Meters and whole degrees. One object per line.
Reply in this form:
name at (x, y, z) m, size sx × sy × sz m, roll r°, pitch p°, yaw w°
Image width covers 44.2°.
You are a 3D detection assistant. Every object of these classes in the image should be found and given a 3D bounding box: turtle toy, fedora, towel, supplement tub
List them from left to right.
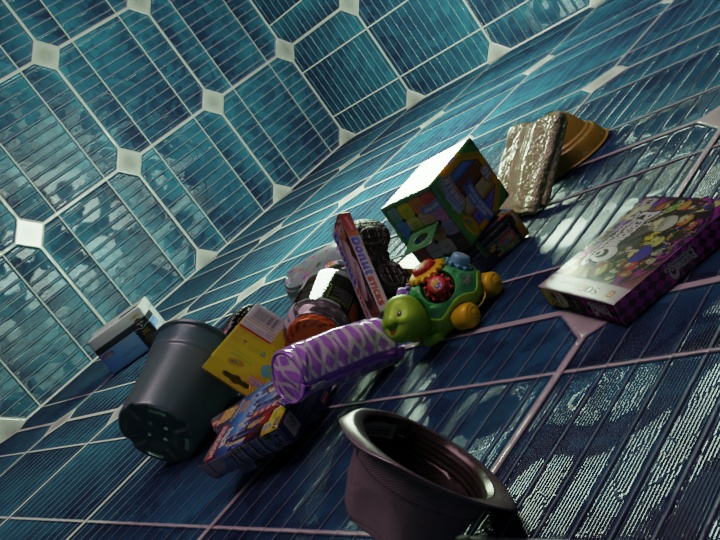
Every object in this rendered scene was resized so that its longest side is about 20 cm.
supplement tub at (-0.065, 0.085, 1.544) m, size 0.123 × 0.123 × 0.200 m, roll -31°, pitch 13°, yaw 19°
fedora at (0.047, 0.209, 0.838) m, size 0.090 × 0.177 × 0.200 m, roll -65°, pitch 21°, yaw 5°
turtle toy at (0.106, 0.044, 1.302) m, size 0.146 × 0.101 × 0.200 m, roll -21°, pitch 20°, yaw 48°
towel at (0.297, -0.184, 1.583) m, size 0.148 × 0.036 × 0.200 m, roll -7°, pitch 61°, yaw 60°

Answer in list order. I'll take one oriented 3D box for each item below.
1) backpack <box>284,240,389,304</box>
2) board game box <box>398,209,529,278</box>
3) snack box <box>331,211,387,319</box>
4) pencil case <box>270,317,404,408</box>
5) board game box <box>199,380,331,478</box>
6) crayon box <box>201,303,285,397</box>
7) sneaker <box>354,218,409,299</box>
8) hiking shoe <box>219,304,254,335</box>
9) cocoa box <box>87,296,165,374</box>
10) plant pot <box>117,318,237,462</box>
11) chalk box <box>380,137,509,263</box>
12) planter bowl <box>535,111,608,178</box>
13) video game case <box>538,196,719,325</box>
backpack at (-0.043, 0.016, 1.709) m, size 0.200 × 0.127 × 0.167 m, roll -31°, pitch 14°, yaw 13°
board game box at (0.169, -0.033, 1.510) m, size 0.165 × 0.057 × 0.200 m, roll -41°, pitch 15°, yaw -13°
snack box at (0.000, 0.000, 1.517) m, size 0.024 × 0.200 × 0.072 m, roll -14°, pitch -26°, yaw -19°
pencil case at (-0.036, 0.129, 1.288) m, size 0.200 × 0.084 × 0.085 m, roll -20°, pitch 26°, yaw -39°
board game box at (-0.155, 0.239, 1.347) m, size 0.200 × 0.062 × 0.200 m, roll -30°, pitch 15°, yaw 25°
crayon box at (-0.188, 0.158, 1.583) m, size 0.200 × 0.127 × 0.051 m, roll -52°, pitch -8°, yaw -50°
sneaker at (0.022, -0.009, 1.577) m, size 0.076 × 0.091 × 0.200 m, roll -3°, pitch 48°, yaw -18°
hiking shoe at (-0.303, 0.150, 2.018) m, size 0.101 × 0.076 × 0.200 m, roll -18°, pitch 23°, yaw 44°
cocoa box at (-0.716, 0.200, 2.751) m, size 0.200 × 0.131 × 0.133 m, roll -35°, pitch 13°, yaw 4°
plant pot at (-0.330, 0.228, 1.615) m, size 0.200 × 0.200 × 0.196 m, roll -27°, pitch 25°, yaw 34°
chalk box at (0.129, -0.100, 1.450) m, size 0.125 × 0.124 × 0.200 m, roll -22°, pitch 20°, yaw 46°
planter bowl at (0.362, -0.244, 1.687) m, size 0.200 × 0.083 × 0.200 m, roll -34°, pitch 14°, yaw 10°
video game case at (0.338, -0.019, 1.082) m, size 0.200 × 0.036 × 0.181 m, roll -38°, pitch 15°, yaw -9°
